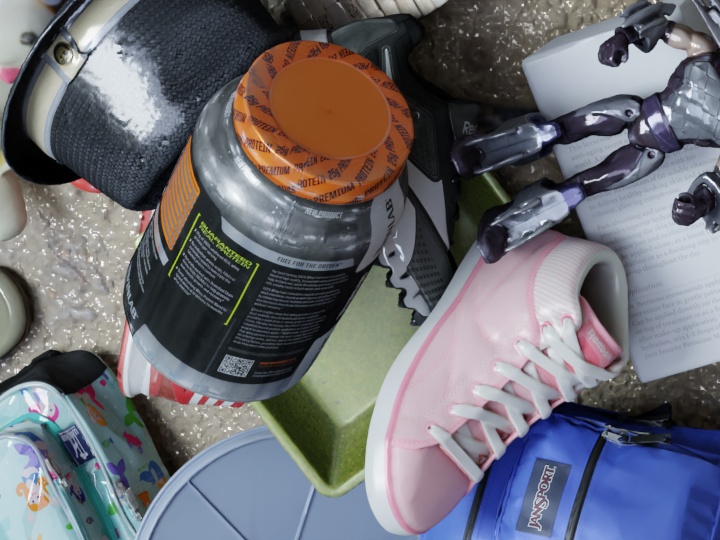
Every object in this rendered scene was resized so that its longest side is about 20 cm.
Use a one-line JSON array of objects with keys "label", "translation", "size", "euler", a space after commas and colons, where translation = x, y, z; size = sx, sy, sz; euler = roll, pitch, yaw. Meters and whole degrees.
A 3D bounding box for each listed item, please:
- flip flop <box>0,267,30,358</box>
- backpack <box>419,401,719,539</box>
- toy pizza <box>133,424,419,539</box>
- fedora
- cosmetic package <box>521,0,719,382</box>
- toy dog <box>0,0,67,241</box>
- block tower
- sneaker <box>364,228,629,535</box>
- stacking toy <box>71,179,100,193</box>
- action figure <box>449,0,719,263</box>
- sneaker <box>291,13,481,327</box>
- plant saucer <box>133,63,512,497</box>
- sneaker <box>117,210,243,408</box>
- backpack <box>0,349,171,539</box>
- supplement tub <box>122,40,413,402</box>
[{"label": "flip flop", "translation": [-0.301, 0.067, 1.713], "size": [0.200, 0.058, 0.081], "euler": [-35, 92, 27]}, {"label": "backpack", "translation": [0.135, 0.148, 1.498], "size": [0.199, 0.168, 0.163], "euler": [11, 70, 25]}, {"label": "toy pizza", "translation": [-0.053, 0.191, 1.620], "size": [0.199, 0.032, 0.201], "euler": [-4, 102, -18]}, {"label": "fedora", "translation": [-0.107, -0.105, 1.464], "size": [0.092, 0.200, 0.201], "euler": [46, 118, 19]}, {"label": "cosmetic package", "translation": [0.179, -0.049, 1.476], "size": [0.101, 0.071, 0.201], "euler": [-17, 100, 24]}, {"label": "toy dog", "translation": [-0.234, -0.134, 1.567], "size": [0.139, 0.195, 0.200], "euler": [13, 145, -24]}, {"label": "block tower", "translation": [0.047, -0.184, 1.497], "size": [0.200, 0.054, 0.058], "euler": [-32, 94, 27]}, {"label": "sneaker", "translation": [0.082, 0.060, 1.426], "size": [0.104, 0.201, 0.075], "euler": [6, 147, 42]}, {"label": "stacking toy", "translation": [-0.139, -0.136, 1.581], "size": [0.085, 0.085, 0.201], "euler": [31, 122, 10]}, {"label": "action figure", "translation": [0.151, -0.073, 1.403], "size": [0.199, 0.069, 0.131], "euler": [-23, 87, 21]}, {"label": "sneaker", "translation": [0.035, -0.058, 1.477], "size": [0.090, 0.066, 0.201], "euler": [-22, 97, 5]}, {"label": "plant saucer", "translation": [0.000, 0.000, 1.545], "size": [0.199, 0.048, 0.200], "euler": [-37, 96, 7]}, {"label": "sneaker", "translation": [-0.081, -0.009, 1.608], "size": [0.115, 0.078, 0.201], "euler": [11, 110, -1]}, {"label": "backpack", "translation": [-0.202, 0.175, 1.664], "size": [0.177, 0.151, 0.200], "euler": [-29, 99, 25]}, {"label": "supplement tub", "translation": [-0.049, -0.027, 1.411], "size": [0.122, 0.123, 0.200], "euler": [39, 139, 6]}]
